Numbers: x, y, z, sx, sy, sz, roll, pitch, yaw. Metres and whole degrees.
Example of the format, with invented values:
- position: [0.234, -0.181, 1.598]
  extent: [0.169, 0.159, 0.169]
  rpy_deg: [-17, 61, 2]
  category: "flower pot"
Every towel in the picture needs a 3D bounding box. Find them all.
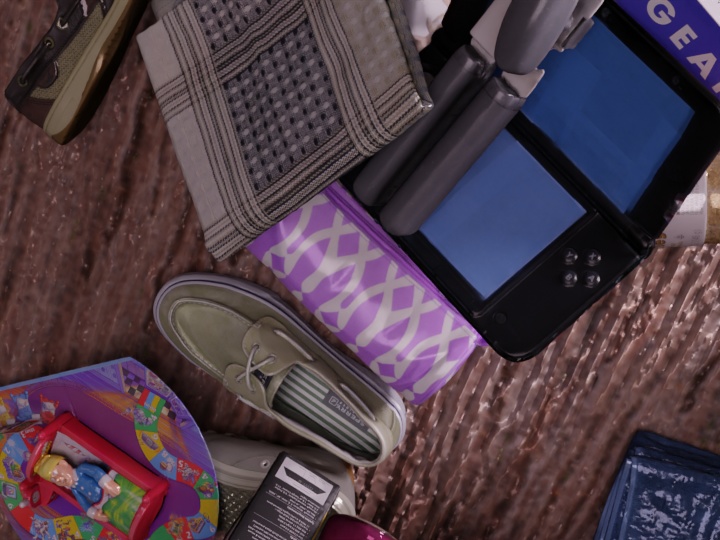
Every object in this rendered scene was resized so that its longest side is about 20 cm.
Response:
- position: [-0.056, -0.137, 0.895]
  extent: [0.192, 0.034, 0.202]
  rpy_deg: [-33, 64, 34]
  category: "towel"
- position: [0.209, 0.221, 1.004]
  extent: [0.111, 0.049, 0.202]
  rpy_deg: [15, 103, 3]
  category: "towel"

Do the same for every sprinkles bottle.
- position: [0.172, -0.047, 0.942]
  extent: [0.198, 0.068, 0.069]
  rpy_deg: [-2, 101, 7]
  category: "sprinkles bottle"

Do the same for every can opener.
- position: [0.061, -0.104, 0.830]
  extent: [0.053, 0.067, 0.200]
  rpy_deg: [48, 114, 19]
  category: "can opener"

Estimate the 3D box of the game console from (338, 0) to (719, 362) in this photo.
- position: [0.088, -0.079, 0.865]
  extent: [0.172, 0.119, 0.200]
  rpy_deg: [-40, 71, -7]
  category: "game console"

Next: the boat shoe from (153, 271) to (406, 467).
- position: [-0.055, 0.065, 0.995]
  extent: [0.199, 0.062, 0.072]
  rpy_deg: [29, 103, 1]
  category: "boat shoe"

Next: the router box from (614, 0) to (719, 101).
- position: [0.225, -0.196, 0.859]
  extent: [0.200, 0.179, 0.049]
  rpy_deg: [48, 148, -4]
  category: "router box"

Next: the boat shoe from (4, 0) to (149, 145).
- position: [-0.176, -0.181, 0.953]
  extent: [0.064, 0.073, 0.201]
  rpy_deg: [28, 104, -5]
  category: "boat shoe"

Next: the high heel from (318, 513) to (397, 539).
- position: [-0.019, 0.230, 0.952]
  extent: [0.067, 0.201, 0.097]
  rpy_deg: [27, 61, 10]
  category: "high heel"

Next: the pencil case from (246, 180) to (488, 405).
- position: [0.000, 0.000, 0.963]
  extent: [0.200, 0.084, 0.085]
  rpy_deg: [42, 138, -4]
  category: "pencil case"

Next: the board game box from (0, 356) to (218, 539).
- position: [-0.193, 0.151, 1.009]
  extent: [0.198, 0.039, 0.159]
  rpy_deg: [-13, 102, 29]
  category: "board game box"

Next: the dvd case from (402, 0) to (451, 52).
- position: [0.094, -0.232, 0.939]
  extent: [0.199, 0.018, 0.144]
  rpy_deg: [-26, 97, 11]
  category: "dvd case"

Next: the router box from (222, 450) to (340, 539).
- position: [-0.096, 0.234, 0.953]
  extent: [0.051, 0.149, 0.201]
  rpy_deg: [32, 132, 1]
  category: "router box"

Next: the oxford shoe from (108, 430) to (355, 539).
- position: [-0.091, 0.144, 1.022]
  extent: [0.198, 0.058, 0.076]
  rpy_deg: [8, 131, 19]
  category: "oxford shoe"
